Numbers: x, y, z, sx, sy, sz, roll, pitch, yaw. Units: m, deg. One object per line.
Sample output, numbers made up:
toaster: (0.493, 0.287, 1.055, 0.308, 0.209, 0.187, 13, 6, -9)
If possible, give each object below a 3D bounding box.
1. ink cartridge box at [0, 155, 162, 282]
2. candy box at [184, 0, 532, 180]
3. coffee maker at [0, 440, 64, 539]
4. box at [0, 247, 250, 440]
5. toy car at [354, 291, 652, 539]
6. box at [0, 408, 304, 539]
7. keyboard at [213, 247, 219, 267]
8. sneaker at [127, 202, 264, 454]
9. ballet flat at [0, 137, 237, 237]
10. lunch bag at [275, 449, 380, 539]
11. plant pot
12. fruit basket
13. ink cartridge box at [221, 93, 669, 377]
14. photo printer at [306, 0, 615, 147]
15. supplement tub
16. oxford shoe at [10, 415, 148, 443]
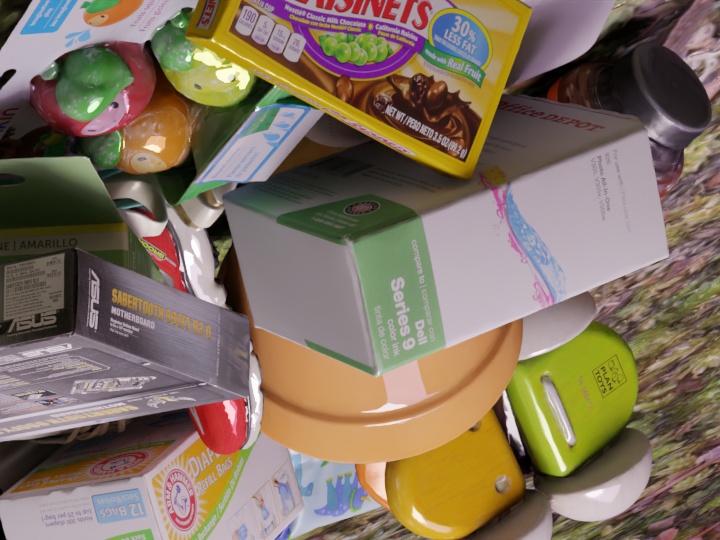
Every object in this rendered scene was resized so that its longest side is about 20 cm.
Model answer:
ink cartridge box: (-0.194, -0.006, 1.528, 0.145, 0.048, 0.200, -3, 165, 6)
candy box: (0.003, -0.127, 1.458, 0.026, 0.102, 0.200, 11, 170, 46)
coffee maker: (-0.246, 0.191, 1.825, 0.135, 0.192, 0.200, -28, -176, 27)
box: (-0.183, 0.045, 1.531, 0.200, 0.048, 0.158, -11, 161, 31)
toy car: (0.086, 0.098, 1.909, 0.200, 0.175, 0.150, -31, -159, -17)
box: (-0.131, 0.149, 1.829, 0.112, 0.102, 0.200, -11, -167, 24)
keyboard: (-0.158, 0.001, 1.798, 0.104, 0.040, 0.200, -52, 159, -1)
sneaker: (-0.123, 0.037, 1.726, 0.085, 0.077, 0.200, -37, 125, -23)
ballet flat: (-0.118, -0.051, 1.628, 0.200, 0.071, 0.067, -13, 157, -39)
lunch bag: (-0.054, 0.107, 2.030, 0.170, 0.128, 0.200, -13, -159, -38)
plant pot: (0.000, 0.000, 1.775, 0.200, 0.200, 0.140, -24, 146, -12)
fruit basket: (-0.113, -0.092, 1.480, 0.200, 0.094, 0.185, -12, 157, -40)
ink cartridge box: (0.048, -0.025, 1.586, 0.200, 0.088, 0.145, -23, -159, -26)
photo printer: (0.047, -0.146, 1.603, 0.200, 0.070, 0.166, -22, 162, -17)
supplement tub: (0.141, -0.067, 1.903, 0.107, 0.107, 0.200, -7, 152, -48)
oxford shoe: (-0.170, 0.076, 1.774, 0.200, 0.058, 0.075, -17, 152, -47)
